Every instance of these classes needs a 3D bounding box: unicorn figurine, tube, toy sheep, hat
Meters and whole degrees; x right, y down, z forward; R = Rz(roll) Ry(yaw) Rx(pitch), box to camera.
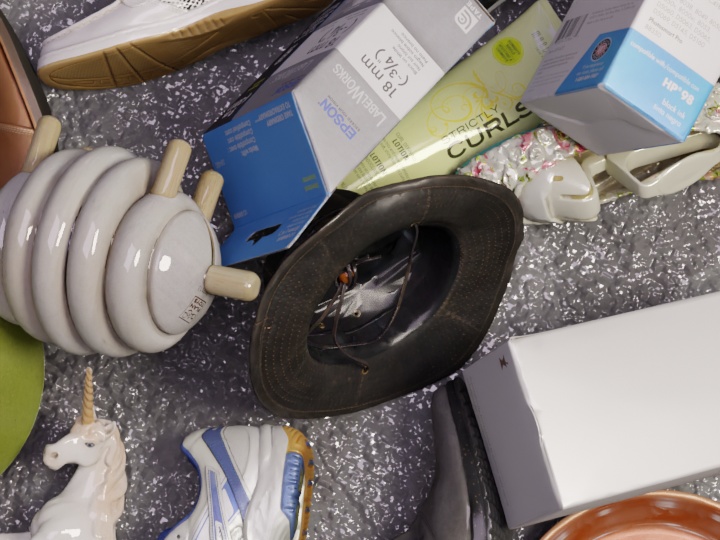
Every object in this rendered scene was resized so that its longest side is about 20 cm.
[{"bbox_3d":[-0.177,0.181,1.349,0.137,0.074,0.200,-33,95,-15],"label":"unicorn figurine"},{"bbox_3d":[0.057,-0.095,1.406,0.200,0.052,0.058,-32,125,-9],"label":"tube"},{"bbox_3d":[-0.149,-0.013,1.298,0.200,0.138,0.138,10,78,28],"label":"toy sheep"},{"bbox_3d":[0.000,0.000,1.344,0.201,0.201,0.081,-39,52,-7],"label":"hat"}]

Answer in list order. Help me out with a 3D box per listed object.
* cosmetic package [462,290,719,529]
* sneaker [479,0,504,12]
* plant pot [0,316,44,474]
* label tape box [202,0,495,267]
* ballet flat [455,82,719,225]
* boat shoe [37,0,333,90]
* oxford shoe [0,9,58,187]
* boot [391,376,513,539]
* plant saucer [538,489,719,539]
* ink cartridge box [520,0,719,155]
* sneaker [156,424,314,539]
[{"bbox_3d":[0.176,0.079,1.324,0.200,0.085,0.108,-11,78,-21],"label":"cosmetic package"},{"bbox_3d":[0.094,-0.213,1.406,0.200,0.088,0.076,-19,80,-3],"label":"sneaker"},{"bbox_3d":[-0.305,0.056,1.283,0.187,0.200,0.187,-1,87,10],"label":"plant pot"},{"bbox_3d":[-0.029,-0.095,1.330,0.063,0.144,0.200,48,66,-13],"label":"label tape box"},{"bbox_3d":[0.155,-0.066,1.383,0.200,0.076,0.064,-20,47,-3],"label":"ballet flat"},{"bbox_3d":[-0.117,-0.174,1.407,0.200,0.071,0.069,-19,77,2],"label":"boat shoe"},{"bbox_3d":[-0.226,-0.079,1.393,0.071,0.071,0.200,-17,81,1],"label":"oxford shoe"},{"bbox_3d":[0.029,0.169,1.344,0.131,0.070,0.200,-19,58,17],"label":"boot"},{"bbox_3d":[0.182,0.236,1.351,0.200,0.032,0.201,0,80,1],"label":"plant saucer"},{"bbox_3d":[0.188,-0.173,1.314,0.067,0.116,0.200,32,79,-16],"label":"ink cartridge box"},{"bbox_3d":[-0.083,0.193,1.346,0.088,0.075,0.200,4,70,8],"label":"sneaker"}]
